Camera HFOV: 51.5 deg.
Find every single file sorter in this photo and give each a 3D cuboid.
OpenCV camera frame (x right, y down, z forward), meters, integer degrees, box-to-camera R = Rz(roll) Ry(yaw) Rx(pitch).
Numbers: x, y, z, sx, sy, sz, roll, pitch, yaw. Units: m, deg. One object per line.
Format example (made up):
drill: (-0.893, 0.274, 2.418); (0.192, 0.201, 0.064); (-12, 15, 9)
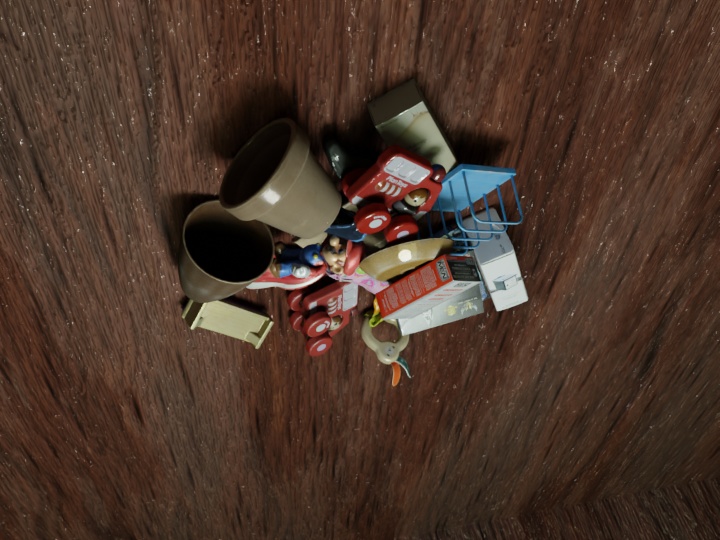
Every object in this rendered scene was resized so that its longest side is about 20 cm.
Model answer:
file sorter: (0.216, -0.119, 1.542); (0.139, 0.123, 0.200); (1, 161, -30)

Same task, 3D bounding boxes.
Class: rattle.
rattle: (0.086, 0.160, 1.830); (0.130, 0.200, 0.143); (12, 138, -32)

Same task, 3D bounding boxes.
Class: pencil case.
pencil case: (0.000, 0.000, 1.658); (0.087, 0.088, 0.200); (-36, 147, 24)

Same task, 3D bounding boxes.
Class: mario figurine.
mario figurine: (-0.088, -0.043, 1.531); (0.200, 0.124, 0.106); (-6, 169, 12)

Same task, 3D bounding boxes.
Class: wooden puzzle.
wooden puzzle: (-0.026, -0.082, 1.643); (0.185, 0.037, 0.200); (-32, 143, 22)

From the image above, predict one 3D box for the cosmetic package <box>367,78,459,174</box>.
cosmetic package: (0.105, -0.259, 1.441); (0.103, 0.073, 0.200); (-26, 141, 14)

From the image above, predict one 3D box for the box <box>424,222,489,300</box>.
box: (0.202, 0.008, 1.724); (0.137, 0.040, 0.200); (-30, 113, -6)

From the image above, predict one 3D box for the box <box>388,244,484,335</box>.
box: (0.167, 0.044, 1.675); (0.200, 0.048, 0.159); (-15, 112, -6)

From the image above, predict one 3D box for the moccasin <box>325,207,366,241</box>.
moccasin: (-0.074, -0.118, 1.493); (0.200, 0.081, 0.068); (13, 162, 27)

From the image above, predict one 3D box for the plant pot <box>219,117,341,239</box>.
plant pot: (-0.132, -0.151, 1.375); (0.200, 0.200, 0.175); (-36, 128, 24)

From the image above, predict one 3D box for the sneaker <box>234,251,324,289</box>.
sneaker: (-0.179, -0.018, 1.621); (0.200, 0.078, 0.116); (-11, 141, 7)

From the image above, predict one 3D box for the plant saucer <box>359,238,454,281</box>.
plant saucer: (0.098, -0.015, 1.521); (0.200, 0.036, 0.200); (-13, 167, -3)

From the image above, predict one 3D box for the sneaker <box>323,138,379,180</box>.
sneaker: (-0.002, -0.210, 1.476); (0.091, 0.076, 0.200); (-34, 147, 13)

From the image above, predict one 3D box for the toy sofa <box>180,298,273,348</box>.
toy sofa: (-0.314, 0.105, 1.749); (0.200, 0.098, 0.083); (23, 103, -37)

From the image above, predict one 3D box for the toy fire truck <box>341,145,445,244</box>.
toy fire truck: (0.074, -0.150, 1.410); (0.200, 0.112, 0.168); (16, 135, -45)

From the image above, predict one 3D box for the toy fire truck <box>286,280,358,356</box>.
toy fire truck: (-0.077, 0.103, 1.802); (0.168, 0.112, 0.200); (-24, 145, -19)

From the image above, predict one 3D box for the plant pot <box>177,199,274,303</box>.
plant pot: (-0.300, -0.015, 1.540); (0.187, 0.187, 0.200); (8, 150, -26)

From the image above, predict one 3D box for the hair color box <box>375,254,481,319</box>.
hair color box: (0.137, 0.037, 1.534); (0.200, 0.061, 0.101); (-31, 158, 37)

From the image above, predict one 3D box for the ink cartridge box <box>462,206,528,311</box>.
ink cartridge box: (0.314, -0.024, 1.729); (0.086, 0.147, 0.200); (-23, 140, 9)
